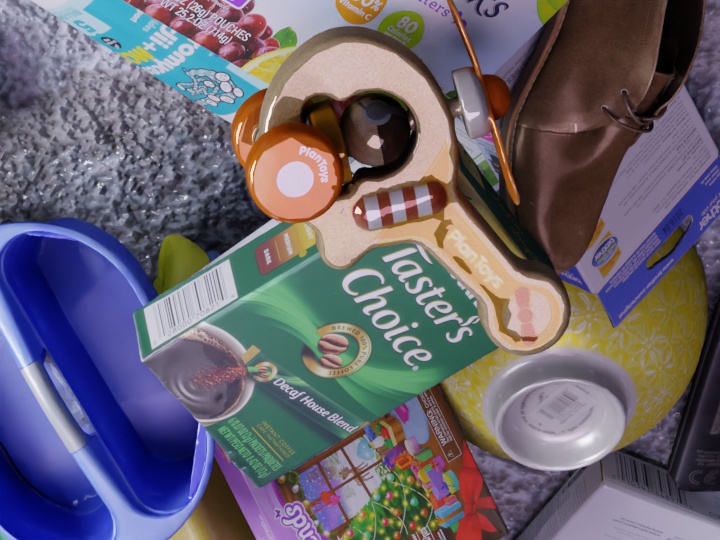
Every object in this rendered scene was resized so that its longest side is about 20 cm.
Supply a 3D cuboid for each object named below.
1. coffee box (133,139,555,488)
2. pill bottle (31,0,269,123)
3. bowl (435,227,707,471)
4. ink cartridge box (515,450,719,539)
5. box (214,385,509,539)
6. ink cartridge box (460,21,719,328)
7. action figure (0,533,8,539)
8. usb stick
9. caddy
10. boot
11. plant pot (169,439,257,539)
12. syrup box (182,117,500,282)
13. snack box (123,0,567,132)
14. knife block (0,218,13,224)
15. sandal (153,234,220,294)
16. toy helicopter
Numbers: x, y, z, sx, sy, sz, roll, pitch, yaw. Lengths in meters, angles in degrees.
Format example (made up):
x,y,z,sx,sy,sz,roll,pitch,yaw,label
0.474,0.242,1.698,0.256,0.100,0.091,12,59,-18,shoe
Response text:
x,y,z,sx,sy,sz,roll,pitch,yaw,label
-0.006,0.021,1.398,0.199,0.044,0.123,-30,128,11,coffee box
-0.080,-0.149,1.417,0.199,0.111,0.111,30,125,-26,pill bottle
0.118,0.056,1.612,0.198,0.108,0.201,-1,132,-1,bowl
0.193,0.220,1.810,0.198,0.041,0.200,22,129,-20,ink cartridge box
-0.013,0.103,1.582,0.136,0.039,0.201,-30,99,-21,box
0.131,-0.076,1.495,0.119,0.042,0.200,-47,128,-16,ink cartridge box
-0.252,0.118,1.531,0.118,0.055,0.201,-1,122,45,action figure
0.237,0.064,1.674,0.055,0.033,0.201,-1,133,-11,usb stick
-0.164,0.065,1.477,0.141,0.105,0.201,-30,99,7,caddy
0.129,-0.087,1.415,0.073,0.075,0.202,1,107,-43,boot
-0.073,0.241,1.669,0.193,0.201,0.195,3,141,-47,plant pot
0.000,0.000,1.509,0.200,0.081,0.079,-36,130,-18,syrup box
0.000,-0.165,1.304,0.199,0.068,0.169,28,119,-38,snack box
-0.266,0.059,1.567,0.064,0.201,0.175,24,157,-21,knife block
-0.096,0.068,1.643,0.086,0.080,0.201,7,134,-13,sandal
0.039,-0.040,1.306,0.132,0.079,0.200,-42,110,6,toy helicopter
